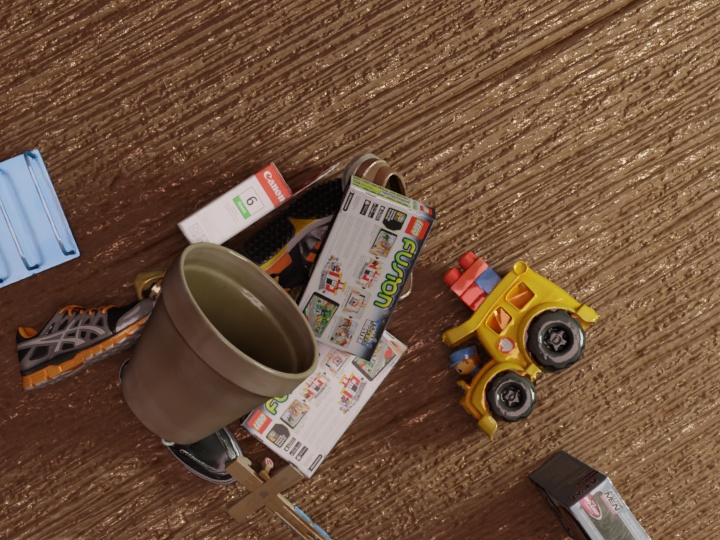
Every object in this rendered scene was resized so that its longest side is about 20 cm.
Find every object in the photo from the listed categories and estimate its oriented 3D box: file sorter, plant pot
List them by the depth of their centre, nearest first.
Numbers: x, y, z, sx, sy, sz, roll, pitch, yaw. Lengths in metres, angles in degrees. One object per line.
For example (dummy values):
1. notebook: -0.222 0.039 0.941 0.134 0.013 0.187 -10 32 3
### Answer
1. plant pot: -0.174 0.100 1.563 0.200 0.200 0.174 40 112 -7
2. file sorter: -0.447 -0.043 1.604 0.199 0.123 0.140 -22 95 -7

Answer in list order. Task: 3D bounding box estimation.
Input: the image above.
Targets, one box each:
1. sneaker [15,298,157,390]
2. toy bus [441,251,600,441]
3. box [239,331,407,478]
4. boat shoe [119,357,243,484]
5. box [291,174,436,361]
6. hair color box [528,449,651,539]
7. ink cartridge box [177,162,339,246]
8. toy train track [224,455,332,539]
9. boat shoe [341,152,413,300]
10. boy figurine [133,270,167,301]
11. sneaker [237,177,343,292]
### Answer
1. sneaker: -0.327 0.073 1.630 0.199 0.078 0.078 -24 83 12
2. toy bus: 0.166 0.080 1.691 0.192 0.136 0.200 41 89 7
3. box: -0.046 0.141 1.696 0.110 0.035 0.200 38 87 -7
4. boat shoe: -0.215 0.183 1.666 0.073 0.068 0.200 -38 96 -5
5. box: 0.000 0.000 1.616 0.109 0.035 0.201 21 113 -8
6. hair color box: 0.275 0.288 1.666 0.060 0.200 0.099 -36 95 -5
7. ink cartridge box: -0.125 -0.090 1.650 0.199 0.109 0.051 -34 95 -6
8. toy train track: -0.086 0.291 1.695 0.114 0.033 0.200 -37 109 25
9. boat shoe: 0.032 -0.043 1.655 0.076 0.072 0.201 -38 129 -28
10. boy figurine: -0.184 0.058 1.670 0.200 0.064 0.125 38 95 -9
11. sneaker: -0.056 -0.035 1.691 0.199 0.070 0.090 -35 130 -18
